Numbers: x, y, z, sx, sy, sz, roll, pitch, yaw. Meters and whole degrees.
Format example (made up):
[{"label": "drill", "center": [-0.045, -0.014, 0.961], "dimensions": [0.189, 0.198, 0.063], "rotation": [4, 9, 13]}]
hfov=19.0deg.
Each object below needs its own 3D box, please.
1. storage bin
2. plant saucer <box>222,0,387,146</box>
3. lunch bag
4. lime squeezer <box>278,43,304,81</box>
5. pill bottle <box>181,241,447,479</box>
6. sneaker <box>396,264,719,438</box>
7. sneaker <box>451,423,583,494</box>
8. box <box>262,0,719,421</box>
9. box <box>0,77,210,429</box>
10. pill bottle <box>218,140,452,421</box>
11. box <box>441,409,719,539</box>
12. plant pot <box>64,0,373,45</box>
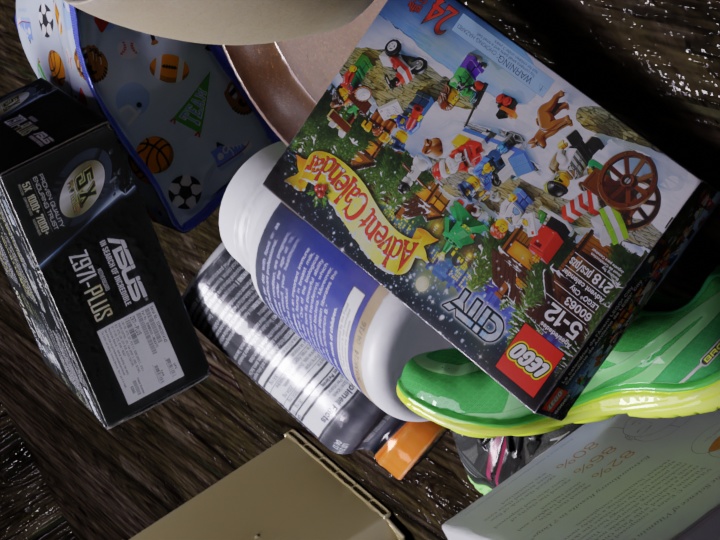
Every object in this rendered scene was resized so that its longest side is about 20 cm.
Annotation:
[{"label": "storage bin", "center": [-0.078, 0.262, 1.872], "dimensions": [0.198, 0.199, 0.094], "rotation": [35, 150, 49]}, {"label": "plant saucer", "center": [-0.017, -0.141, 1.258], "dimensions": [0.200, 0.034, 0.201], "rotation": [36, 144, 31]}, {"label": "lunch bag", "center": [-0.162, -0.143, 1.545], "dimensions": [0.201, 0.124, 0.170], "rotation": [55, 165, -16]}, {"label": "lime squeezer", "center": [-0.042, -0.151, 1.374], "dimensions": [0.200, 0.038, 0.071], "rotation": [51, -168, 18]}, {"label": "pill bottle", "center": [-0.022, 0.054, 1.500], "dimensions": [0.200, 0.106, 0.106], "rotation": [42, 161, 5]}, {"label": "sneaker", "center": [0.112, 0.036, 1.103], "dimensions": [0.074, 0.198, 0.084], "rotation": [-33, -69, -65]}, {"label": "sneaker", "center": [0.099, 0.103, 1.341], "dimensions": [0.084, 0.077, 0.200], "rotation": [57, 162, -11]}, {"label": "box", "center": [0.062, -0.040, 1.070], "dimensions": [0.200, 0.137, 0.038], "rotation": [39, -172, 28]}, {"label": "box", "center": [-0.199, -0.015, 1.502], "dimensions": [0.164, 0.086, 0.201], "rotation": [31, 145, 62]}, {"label": "pill bottle", "center": [0.000, 0.000, 1.363], "dimensions": [0.200, 0.115, 0.116], "rotation": [38, 154, 44]}, {"label": "box", "center": [0.162, 0.150, 1.128], "dimensions": [0.107, 0.152, 0.200], "rotation": [62, 162, -13]}, {"label": "plant pot", "center": [-0.048, -0.196, 1.100], "dimensions": [0.134, 0.202, 0.200], "rotation": [27, 177, -28]}]
